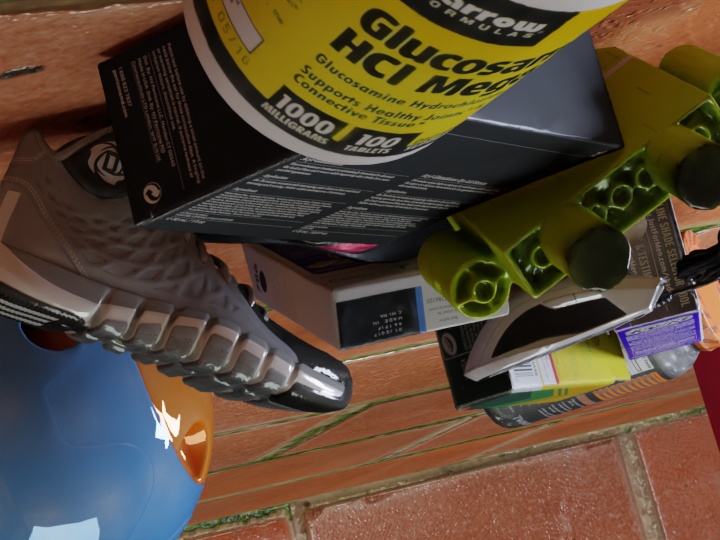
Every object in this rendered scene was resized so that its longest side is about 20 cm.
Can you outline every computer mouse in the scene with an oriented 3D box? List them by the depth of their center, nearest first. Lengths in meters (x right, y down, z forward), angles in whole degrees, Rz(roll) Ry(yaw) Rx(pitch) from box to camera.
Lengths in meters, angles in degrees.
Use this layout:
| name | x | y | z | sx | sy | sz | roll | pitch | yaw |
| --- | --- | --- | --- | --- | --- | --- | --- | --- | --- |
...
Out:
| name | x | y | z | sx | sy | sz | roll | pitch | yaw |
| --- | --- | --- | --- | --- | --- | --- | --- | --- | --- |
| computer mouse | 0.151 | 0.015 | 1.262 | 0.199 | 0.044 | 0.110 | -21 | 175 | -6 |

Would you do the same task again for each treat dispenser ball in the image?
| name | x | y | z | sx | sy | sz | roll | pitch | yaw |
| --- | --- | --- | --- | --- | --- | --- | --- | --- | --- |
| treat dispenser ball | -0.177 | 0.083 | 1.088 | 0.200 | 0.202 | 0.201 | -15 | 170 | -3 |

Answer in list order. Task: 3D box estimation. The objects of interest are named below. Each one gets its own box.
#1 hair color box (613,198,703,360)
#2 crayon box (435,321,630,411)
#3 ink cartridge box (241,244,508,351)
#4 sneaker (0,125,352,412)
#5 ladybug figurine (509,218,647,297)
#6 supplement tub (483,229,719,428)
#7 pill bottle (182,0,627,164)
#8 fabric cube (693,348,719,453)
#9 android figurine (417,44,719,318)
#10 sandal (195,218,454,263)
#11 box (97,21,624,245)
| name | x | y | z | sx | sy | sz | roll | pitch | yaw |
| --- | --- | --- | --- | --- | --- | --- | --- | --- | --- |
| hair color box | 0.199 | -0.004 | 1.438 | 0.065 | 0.110 | 0.200 | -15 | 169 | 6 |
| crayon box | 0.117 | 0.030 | 1.452 | 0.051 | 0.127 | 0.200 | -21 | 168 | 30 |
| ink cartridge box | 0.000 | 0.000 | 1.150 | 0.099 | 0.039 | 0.200 | -12 | -165 | -16 |
| sneaker | -0.077 | -0.011 | 0.942 | 0.200 | 0.116 | 0.075 | 23 | 164 | -28 |
| ladybug figurine | 0.077 | -0.020 | 1.276 | 0.199 | 0.072 | 0.136 | -17 | 170 | 3 |
| supplement tub | 0.186 | 0.043 | 1.636 | 0.199 | 0.123 | 0.122 | -20 | 169 | 21 |
| pill bottle | 0.030 | -0.113 | 0.603 | 0.112 | 0.113 | 0.200 | -10 | 168 | -28 |
| fabric cube | 0.468 | 0.088 | 2.073 | 0.199 | 0.200 | 0.196 | -12 | 168 | -20 |
| android figurine | 0.104 | -0.049 | 0.991 | 0.182 | 0.041 | 0.200 | -38 | -158 | -4 |
| sandal | -0.010 | -0.040 | 1.029 | 0.200 | 0.075 | 0.045 | -3 | -179 | -40 |
| box | 0.006 | -0.071 | 0.890 | 0.141 | 0.079 | 0.200 | -19 | 169 | 29 |
